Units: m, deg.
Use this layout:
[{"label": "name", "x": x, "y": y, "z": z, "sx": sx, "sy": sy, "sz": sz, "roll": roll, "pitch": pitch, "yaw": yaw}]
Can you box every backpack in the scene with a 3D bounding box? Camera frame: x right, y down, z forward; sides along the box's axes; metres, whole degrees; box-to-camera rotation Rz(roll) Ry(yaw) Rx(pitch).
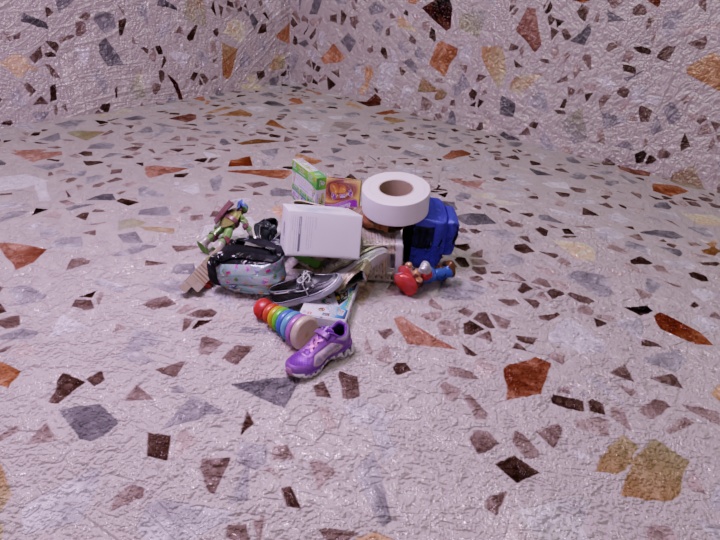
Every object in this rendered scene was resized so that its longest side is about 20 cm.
[{"label": "backpack", "x": -0.301, "y": -0.008, "z": 1.537, "sx": 0.198, "sy": 0.128, "sz": 0.167, "roll": 5, "pitch": 30, "yaw": 14}, {"label": "backpack", "x": 0.209, "y": -0.102, "z": 1.715, "sx": 0.166, "sy": 0.201, "sz": 0.163, "roll": 11, "pitch": 36, "yaw": 0}]

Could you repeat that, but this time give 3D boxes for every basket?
[{"label": "basket", "x": 0.060, "y": -0.066, "z": 1.698, "sx": 0.122, "sy": 0.137, "sz": 0.201, "roll": -1, "pitch": 29, "yaw": -2}]

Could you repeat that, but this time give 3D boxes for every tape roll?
[{"label": "tape roll", "x": 0.103, "y": -0.211, "z": 1.620, "sx": 0.200, "sy": 0.071, "sz": 0.203, "roll": 0, "pitch": 37, "yaw": 0}]

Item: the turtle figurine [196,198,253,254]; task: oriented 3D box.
[{"label": "turtle figurine", "x": -0.407, "y": -0.109, "z": 1.758, "sx": 0.143, "sy": 0.200, "sz": 0.194, "roll": 37, "pitch": 59, "yaw": 1}]

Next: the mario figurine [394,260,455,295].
[{"label": "mario figurine", "x": 0.180, "y": -0.002, "z": 1.619, "sx": 0.198, "sy": 0.124, "sz": 0.106, "roll": -11, "pitch": 45, "yaw": -34}]

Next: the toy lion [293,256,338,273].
[{"label": "toy lion", "x": -0.160, "y": -0.084, "z": 1.709, "sx": 0.190, "sy": 0.069, "sz": 0.200, "roll": 28, "pitch": 28, "yaw": 12}]

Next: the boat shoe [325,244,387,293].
[{"label": "boat shoe", "x": 0.000, "y": 0.000, "z": 1.544, "sx": 0.199, "sy": 0.075, "sz": 0.069, "roll": -31, "pitch": 61, "yaw": -15}]

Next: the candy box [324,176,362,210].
[{"label": "candy box", "x": -0.061, "y": -0.204, "z": 1.847, "sx": 0.115, "sy": 0.202, "sz": 0.056, "roll": 6, "pitch": 13, "yaw": 3}]

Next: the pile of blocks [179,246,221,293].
[{"label": "pile of blocks", "x": -0.437, "y": 0.014, "z": 1.569, "sx": 0.062, "sy": 0.082, "sz": 0.201, "roll": 46, "pitch": 40, "yaw": -13}]

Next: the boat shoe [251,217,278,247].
[{"label": "boat shoe", "x": -0.295, "y": -0.126, "z": 1.763, "sx": 0.065, "sy": 0.075, "sz": 0.200, "roll": -19, "pitch": 13, "yaw": 5}]

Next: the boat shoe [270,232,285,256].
[{"label": "boat shoe", "x": -0.260, "y": -0.063, "z": 1.704, "sx": 0.071, "sy": 0.068, "sz": 0.200, "roll": 12, "pitch": 30, "yaw": 13}]

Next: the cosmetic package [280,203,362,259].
[{"label": "cosmetic package", "x": -0.112, "y": -0.111, "z": 1.533, "sx": 0.198, "sy": 0.124, "sz": 0.199, "roll": 4, "pitch": 11, "yaw": -14}]

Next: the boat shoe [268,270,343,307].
[{"label": "boat shoe", "x": -0.146, "y": 0.037, "z": 1.469, "sx": 0.197, "sy": 0.068, "sz": 0.074, "roll": -15, "pitch": 33, "yaw": 15}]

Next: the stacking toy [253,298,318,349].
[{"label": "stacking toy", "x": -0.199, "y": 0.124, "z": 1.387, "sx": 0.199, "sy": 0.086, "sz": 0.085, "roll": 21, "pitch": 32, "yaw": 38}]

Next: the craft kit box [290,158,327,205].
[{"label": "craft kit box", "x": -0.184, "y": -0.265, "z": 1.941, "sx": 0.048, "sy": 0.199, "sz": 0.200, "roll": -13, "pitch": 35, "yaw": -27}]

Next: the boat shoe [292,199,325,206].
[{"label": "boat shoe", "x": -0.129, "y": -0.180, "z": 1.788, "sx": 0.198, "sy": 0.063, "sz": 0.072, "roll": 18, "pitch": 61, "yaw": 19}]

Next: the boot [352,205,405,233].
[{"label": "boot", "x": 0.090, "y": -0.175, "z": 1.686, "sx": 0.154, "sy": 0.074, "sz": 0.199, "roll": 25, "pitch": 49, "yaw": 39}]

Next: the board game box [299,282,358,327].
[{"label": "board game box", "x": -0.082, "y": 0.085, "z": 1.505, "sx": 0.125, "sy": 0.035, "sz": 0.200, "roll": 8, "pitch": 30, "yaw": 7}]

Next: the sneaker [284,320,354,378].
[{"label": "sneaker", "x": -0.094, "y": 0.175, "z": 1.292, "sx": 0.199, "sy": 0.089, "sz": 0.080, "roll": -24, "pitch": 42, "yaw": -39}]
